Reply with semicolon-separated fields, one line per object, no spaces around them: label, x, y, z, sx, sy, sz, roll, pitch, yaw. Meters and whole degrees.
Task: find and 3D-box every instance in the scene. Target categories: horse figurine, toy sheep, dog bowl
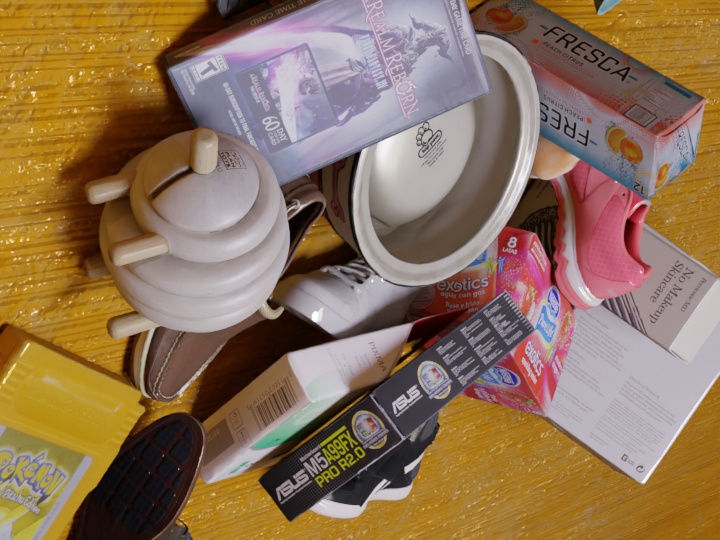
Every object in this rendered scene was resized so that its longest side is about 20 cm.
horse figurine;0.153;-0.102;1.598;0.132;0.199;0.050;-34;105;-37
toy sheep;-0.111;-0.026;1.276;0.138;0.138;0.200;-40;165;-26
dog bowl;0.043;-0.093;1.468;0.200;0.074;0.201;-25;129;-36

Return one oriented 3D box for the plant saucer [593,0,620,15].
plant saucer;0.252;-0.294;1.593;0.200;0.036;0.200;-45;175;-5

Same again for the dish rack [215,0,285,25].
dish rack;-0.013;-0.239;1.277;0.200;0.054;0.154;-30;142;-39

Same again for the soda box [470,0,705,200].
soda box;0.168;-0.139;1.509;0.063;0.200;0.069;-35;146;-31

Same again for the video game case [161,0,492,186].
video game case;-0.018;-0.132;1.310;0.199;0.019;0.143;-23;140;0

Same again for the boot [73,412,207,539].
boot;-0.165;0.185;1.492;0.200;0.075;0.097;-56;165;15

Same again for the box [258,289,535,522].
box;0.030;0.106;1.544;0.200;0.044;0.160;-35;176;-47

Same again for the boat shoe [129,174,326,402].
boat shoe;-0.093;0.015;1.399;0.075;0.075;0.203;11;111;-60

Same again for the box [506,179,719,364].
box;0.230;-0.006;1.747;0.082;0.200;0.068;-56;152;2

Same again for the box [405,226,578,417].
box;0.118;0.041;1.710;0.100;0.095;0.200;-69;156;-18

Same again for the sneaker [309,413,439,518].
sneaker;0.005;0.147;1.709;0.200;0.073;0.112;-4;120;-66

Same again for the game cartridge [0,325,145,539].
game cartridge;-0.245;0.146;1.350;0.200;0.032;0.176;-55;152;0

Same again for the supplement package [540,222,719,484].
supplement package;0.255;0.075;1.874;0.200;0.151;0.151;-55;-178;-2

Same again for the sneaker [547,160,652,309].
sneaker;0.212;-0.070;1.688;0.074;0.086;0.201;7;73;-53

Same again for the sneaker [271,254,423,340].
sneaker;0.000;0.000;1.543;0.116;0.073;0.200;-59;161;2

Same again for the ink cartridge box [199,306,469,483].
ink cartridge box;-0.017;0.099;1.539;0.199;0.050;0.161;-10;159;-42
